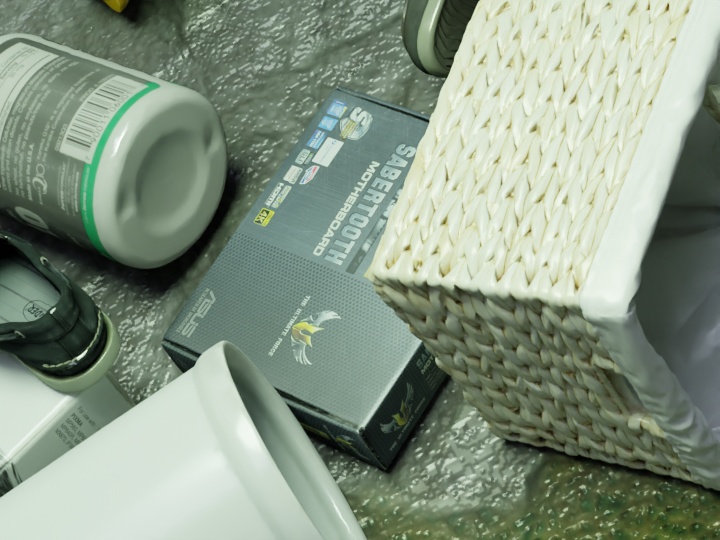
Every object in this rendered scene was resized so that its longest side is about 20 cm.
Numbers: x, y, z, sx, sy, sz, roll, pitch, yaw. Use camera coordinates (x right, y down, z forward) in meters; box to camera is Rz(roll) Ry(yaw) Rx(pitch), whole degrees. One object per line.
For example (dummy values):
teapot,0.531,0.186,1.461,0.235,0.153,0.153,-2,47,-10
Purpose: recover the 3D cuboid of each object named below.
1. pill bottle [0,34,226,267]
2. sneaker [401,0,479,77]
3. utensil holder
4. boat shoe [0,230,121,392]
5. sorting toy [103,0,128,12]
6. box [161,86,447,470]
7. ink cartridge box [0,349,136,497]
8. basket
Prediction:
pill bottle,-0.190,-0.082,1.565,0.199,0.113,0.114,21,69,35
sneaker,0.041,-0.196,1.575,0.105,0.075,0.201,-2,48,28
utensil holder,-0.109,0.163,1.343,0.199,0.170,0.170,-33,51,5
boat shoe,-0.225,0.005,1.457,0.199,0.066,0.075,32,75,38
sorting toy,-0.141,-0.277,1.698,0.180,0.107,0.200,-35,38,-16
box,0.000,0.000,1.470,0.157,0.051,0.201,23,70,33
ink cartridge box,-0.242,0.108,1.491,0.200,0.084,0.144,-44,51,-7
basket,0.133,-0.017,1.329,0.160,0.198,0.201,5,61,32
